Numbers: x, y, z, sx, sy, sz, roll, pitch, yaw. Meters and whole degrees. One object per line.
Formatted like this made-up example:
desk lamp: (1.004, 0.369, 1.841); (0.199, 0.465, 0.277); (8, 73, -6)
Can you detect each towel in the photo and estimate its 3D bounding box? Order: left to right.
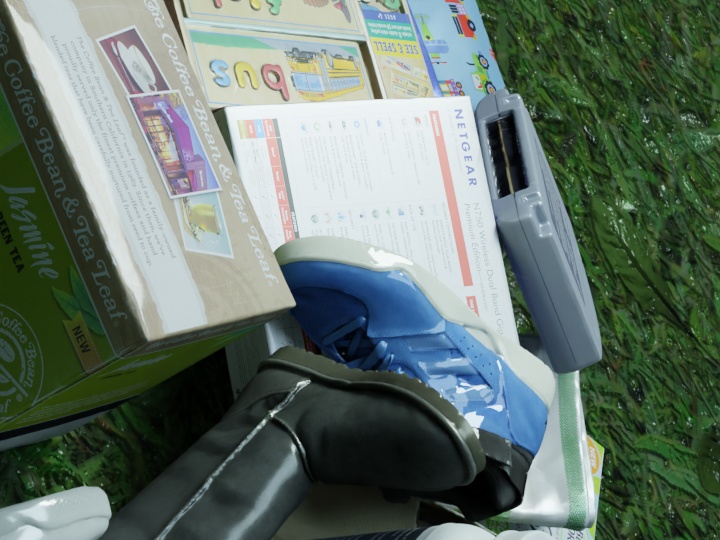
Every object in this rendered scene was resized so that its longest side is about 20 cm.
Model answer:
towel: (0.052, 0.085, 1.789); (0.200, 0.031, 0.149); (12, 47, -19)

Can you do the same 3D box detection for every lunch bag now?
lunch bag: (0.005, -0.141, 1.894); (0.200, 0.094, 0.151); (7, 61, -57)

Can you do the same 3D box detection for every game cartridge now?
game cartridge: (0.116, -0.021, 1.826); (0.200, 0.041, 0.133); (-94, 158, -64)

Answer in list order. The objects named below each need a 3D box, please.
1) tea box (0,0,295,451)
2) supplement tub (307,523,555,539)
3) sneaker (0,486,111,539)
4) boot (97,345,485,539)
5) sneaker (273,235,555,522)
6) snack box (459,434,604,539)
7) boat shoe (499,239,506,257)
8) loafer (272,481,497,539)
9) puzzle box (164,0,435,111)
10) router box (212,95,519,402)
tea box: (-0.175, -0.024, 1.500); (0.134, 0.197, 0.200); (-13, 76, -55)
supplement tub: (0.012, 0.212, 1.547); (0.140, 0.200, 0.141); (32, 53, -58)
sneaker: (-0.199, 0.173, 1.448); (0.200, 0.075, 0.089); (-22, 89, -46)
boot: (-0.054, 0.133, 1.511); (0.200, 0.182, 0.073); (-41, 123, -31)
sneaker: (0.023, 0.069, 1.607); (0.200, 0.077, 0.111); (35, 52, -28)
snack box: (0.086, 0.161, 1.832); (0.142, 0.053, 0.200); (39, 40, -27)
boat shoe: (0.042, -0.024, 1.877); (0.066, 0.075, 0.199); (37, 18, 15)
loafer: (0.013, 0.156, 1.681); (0.200, 0.068, 0.076); (19, 53, -13)
puzzle box: (-0.042, -0.142, 1.772); (0.200, 0.025, 0.133); (1, 65, -41)
router box: (0.000, 0.000, 1.689); (0.179, 0.049, 0.200); (-4, 79, -33)
